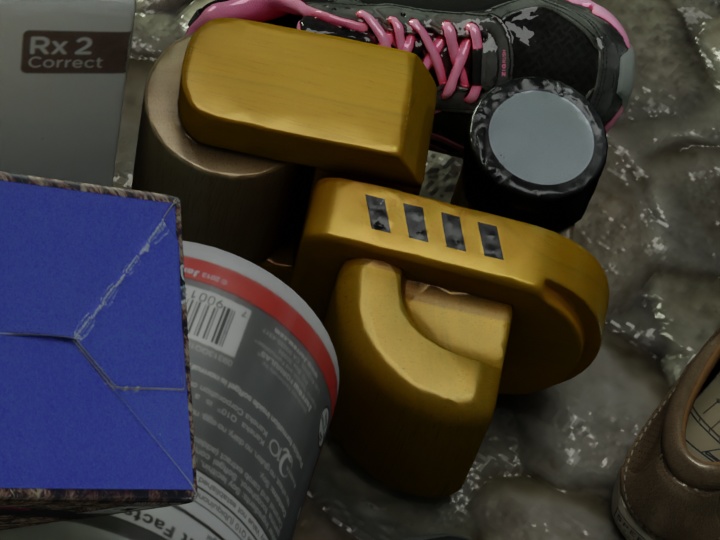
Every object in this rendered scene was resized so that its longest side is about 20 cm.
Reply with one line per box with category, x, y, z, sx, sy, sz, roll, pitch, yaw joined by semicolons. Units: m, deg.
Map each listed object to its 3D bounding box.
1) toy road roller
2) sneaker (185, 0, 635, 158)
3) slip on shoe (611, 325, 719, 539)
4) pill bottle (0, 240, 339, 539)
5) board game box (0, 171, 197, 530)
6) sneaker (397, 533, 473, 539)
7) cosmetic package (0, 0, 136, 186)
toy road roller;0.000;0.000;0.961;0.198;0.123;0.147;13;60;-2
sneaker;0.014;-0.086;1.011;0.199;0.080;0.095;6;3;27
slip on shoe;0.174;0.040;1.000;0.076;0.061;0.200;37;53;19
pill bottle;-0.085;0.096;0.863;0.115;0.116;0.201;17;50;2
board game box;-0.176;0.033;0.755;0.159;0.199;0.098;7;76;-49
sneaker;0.016;0.153;0.832;0.081;0.074;0.200;-13;18;32
cosmetic package;-0.184;-0.121;0.988;0.163;0.166;0.201;0;50;-11
